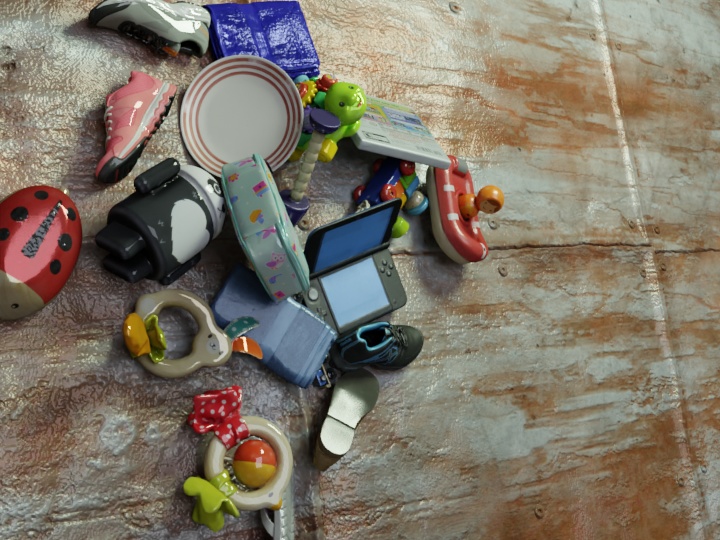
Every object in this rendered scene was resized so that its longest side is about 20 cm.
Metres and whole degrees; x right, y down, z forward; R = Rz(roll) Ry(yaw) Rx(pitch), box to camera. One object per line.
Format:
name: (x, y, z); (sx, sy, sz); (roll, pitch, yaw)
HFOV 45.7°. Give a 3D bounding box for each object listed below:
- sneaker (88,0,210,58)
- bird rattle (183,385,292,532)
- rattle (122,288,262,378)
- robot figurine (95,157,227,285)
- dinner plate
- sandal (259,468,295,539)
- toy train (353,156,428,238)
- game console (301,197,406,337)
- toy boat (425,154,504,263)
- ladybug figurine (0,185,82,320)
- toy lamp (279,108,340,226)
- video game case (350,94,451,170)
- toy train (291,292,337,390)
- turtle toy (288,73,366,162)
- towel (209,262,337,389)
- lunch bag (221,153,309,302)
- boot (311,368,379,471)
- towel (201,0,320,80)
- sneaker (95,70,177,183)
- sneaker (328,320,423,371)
sneaker: (-0.319, -0.376, 1.319); (0.197, 0.073, 0.081); (-1, 83, -36)
bird rattle: (-0.176, 0.267, 1.223); (0.159, 0.113, 0.204); (13, 59, -15)
rattle: (-0.224, 0.086, 1.194); (0.195, 0.143, 0.133); (14, 62, -9)
robot figurine: (-0.280, -0.066, 1.226); (0.125, 0.150, 0.200); (48, 53, 0)
dinner plate: (-0.187, -0.240, 1.355); (0.195, 0.024, 0.206); (0, 82, 1)
sandal: (-0.127, 0.361, 1.262); (0.049, 0.083, 0.207); (-5, 67, 7)
toy train: (0.044, -0.101, 1.508); (0.116, 0.084, 0.202); (53, 57, -32)
game console: (0.000, 0.000, 1.407); (0.197, 0.118, 0.174); (-22, 90, -32)
toy boat: (0.203, -0.118, 1.569); (0.130, 0.128, 0.205); (9, 71, -58)
ladybug figurine: (-0.440, -0.032, 1.137); (0.134, 0.071, 0.204); (31, 61, -24)
toy lamp: (-0.089, -0.156, 1.355); (0.057, 0.203, 0.059); (17, 32, -11)
video game case: (0.047, -0.254, 1.516); (0.196, 0.022, 0.184); (8, 37, -34)
toy train: (-0.091, 0.102, 1.373); (0.045, 0.034, 0.204); (-25, 92, -34)
turtle toy: (-0.063, -0.261, 1.396); (0.101, 0.197, 0.148); (46, 63, -42)
towel: (-0.138, 0.086, 1.317); (0.199, 0.048, 0.113); (37, 70, -11)
lunch bag: (-0.139, -0.064, 1.275); (0.076, 0.161, 0.203); (-22, 57, 1)
boot: (-0.029, 0.235, 1.369); (0.073, 0.076, 0.201); (31, 40, 2)
towel: (-0.164, -0.387, 1.446); (0.197, 0.049, 0.151); (-16, 88, -37)
sneaker: (-0.351, -0.214, 1.265); (0.086, 0.074, 0.203); (30, 57, -9)
sneaker: (0.044, 0.123, 1.424); (0.197, 0.082, 0.074); (-7, 65, -43)
